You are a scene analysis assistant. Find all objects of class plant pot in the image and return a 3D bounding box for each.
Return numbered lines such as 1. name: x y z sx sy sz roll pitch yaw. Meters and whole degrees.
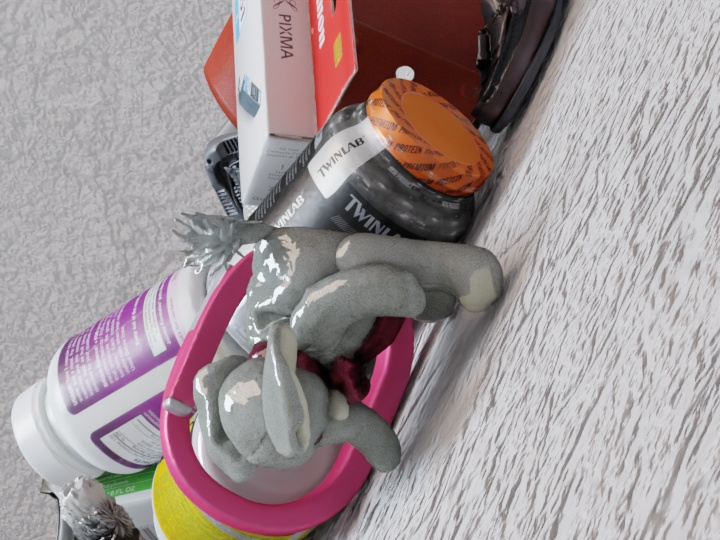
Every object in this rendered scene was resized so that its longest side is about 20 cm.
1. plant pot: 0.006 -0.158 1.819 0.200 0.200 0.176 -60 19 25

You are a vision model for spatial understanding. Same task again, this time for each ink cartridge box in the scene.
1. ink cartridge box: -0.052 -0.174 1.660 0.176 0.045 0.200 116 154 -55

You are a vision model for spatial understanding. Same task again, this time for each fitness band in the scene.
1. fitness band: -0.045 0.071 1.486 0.200 0.143 0.037 -66 11 -18

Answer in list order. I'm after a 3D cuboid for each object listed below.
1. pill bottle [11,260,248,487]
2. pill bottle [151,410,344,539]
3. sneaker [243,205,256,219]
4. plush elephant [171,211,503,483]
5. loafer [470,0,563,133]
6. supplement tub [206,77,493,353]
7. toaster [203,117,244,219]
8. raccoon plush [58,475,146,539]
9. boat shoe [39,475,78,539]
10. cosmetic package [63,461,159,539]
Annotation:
1. pill bottle: -0.156 0.080 1.689 0.200 0.112 0.112 -31 22 26
2. pill bottle: -0.081 0.146 1.594 0.113 0.112 0.200 -67 8 -26
3. sneaker: -0.035 -0.040 1.848 0.074 0.082 0.200 -57 29 18
4. plush elephant: -0.024 0.056 1.392 0.165 0.200 0.155 168 111 -72
5. loafer: 0.111 -0.190 1.639 0.200 0.063 0.072 -66 7 -23
6. supplement tub: -0.006 -0.029 1.592 0.200 0.122 0.123 -50 12 26
7. toaster: -0.053 -0.090 2.011 0.113 0.200 0.129 -9 34 30
8. raccoon plush: -0.161 0.243 1.540 0.134 0.200 0.097 -39 -3 18
9. boat shoe: -0.240 0.188 1.951 0.072 0.060 0.202 139 127 -74
10. cosmetic package: -0.152 0.130 1.805 0.107 0.085 0.200 -16 42 20
